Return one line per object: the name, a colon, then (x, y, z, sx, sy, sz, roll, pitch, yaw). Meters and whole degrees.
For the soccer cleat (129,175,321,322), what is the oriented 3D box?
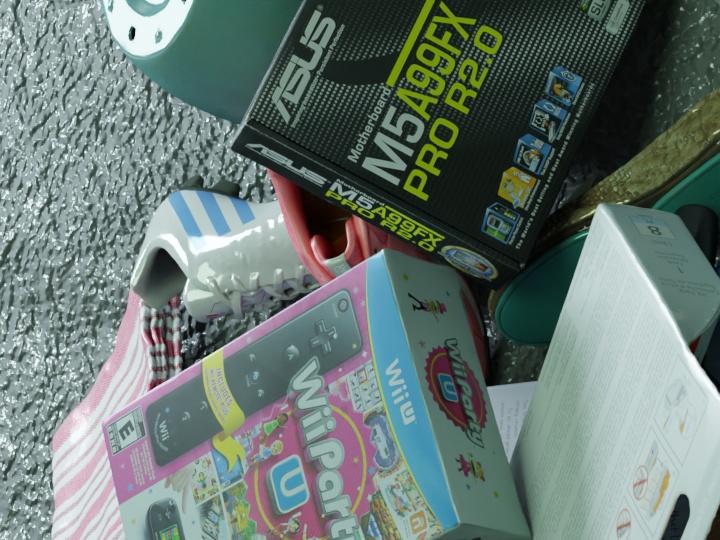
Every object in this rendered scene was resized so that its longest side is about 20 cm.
soccer cleat: (-0.050, -0.003, 1.575, 0.199, 0.070, 0.087, 3, 56, 46)

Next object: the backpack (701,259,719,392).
backpack: (0.243, 0.004, 1.271, 0.163, 0.153, 0.201, 48, 130, 35)

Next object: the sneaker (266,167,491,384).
sneaker: (0.000, 0.000, 1.467, 0.073, 0.087, 0.201, -26, 105, 19)

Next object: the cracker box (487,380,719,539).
cracker box: (0.111, 0.125, 1.407, 0.199, 0.058, 0.135, -9, 72, 43)

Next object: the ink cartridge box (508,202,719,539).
ink cartridge box: (0.131, 0.086, 1.252, 0.200, 0.047, 0.161, -115, 38, -57)

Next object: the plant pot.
plant pot: (-0.047, -0.170, 1.531, 0.200, 0.160, 0.202, -11, 76, 55)

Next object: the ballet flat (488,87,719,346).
ballet flat: (0.146, -0.031, 1.422, 0.200, 0.070, 0.065, -33, 32, 30)

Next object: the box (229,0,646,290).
box: (0.047, -0.114, 1.423, 0.201, 0.160, 0.044, -64, 6, -20)

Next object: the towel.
towel: (-0.148, 0.110, 1.611, 0.147, 0.030, 0.200, -59, 19, 26)

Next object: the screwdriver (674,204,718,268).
screwdriver: (0.149, 0.057, 1.327, 0.029, 0.028, 0.201, 132, 153, -57)

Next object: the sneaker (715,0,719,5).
sneaker: (0.242, -0.216, 1.373, 0.105, 0.076, 0.201, 14, 93, 29)

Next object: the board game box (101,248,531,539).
board game box: (-0.026, 0.100, 1.367, 0.200, 0.064, 0.148, -31, 62, 29)
